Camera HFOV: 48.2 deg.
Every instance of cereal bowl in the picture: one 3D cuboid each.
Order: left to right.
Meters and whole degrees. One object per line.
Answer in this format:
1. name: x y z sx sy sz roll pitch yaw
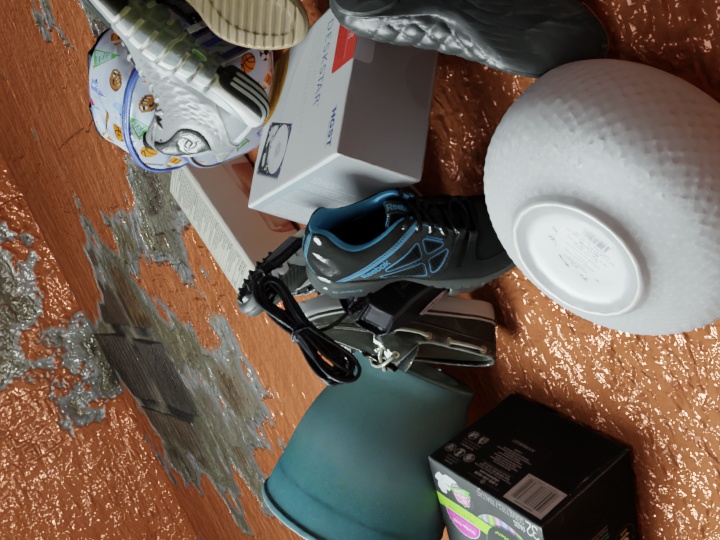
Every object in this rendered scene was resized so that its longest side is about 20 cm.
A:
1. cereal bowl: 0.161 -0.031 0.532 0.200 0.083 0.200 35 152 22

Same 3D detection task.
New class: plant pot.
1. plant pot: 0.023 0.184 0.851 0.200 0.200 0.189 26 94 48

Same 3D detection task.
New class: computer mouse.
1. computer mouse: 0.005 0.000 0.706 0.140 0.200 0.046 39 163 22

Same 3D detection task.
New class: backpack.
1. backpack: -0.193 -0.198 0.880 0.154 0.190 0.200 39 145 33

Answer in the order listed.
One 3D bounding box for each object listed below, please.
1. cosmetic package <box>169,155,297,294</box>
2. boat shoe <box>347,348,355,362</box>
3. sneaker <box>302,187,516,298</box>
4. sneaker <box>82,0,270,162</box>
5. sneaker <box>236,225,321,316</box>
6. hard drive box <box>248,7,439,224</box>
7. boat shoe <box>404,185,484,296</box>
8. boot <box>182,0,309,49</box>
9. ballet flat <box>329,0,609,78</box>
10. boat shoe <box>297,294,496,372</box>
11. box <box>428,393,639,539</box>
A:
1. cosmetic package: -0.166 -0.071 1.080 0.200 0.087 0.103 56 151 12
2. boat shoe: 0.002 0.093 0.973 0.200 0.068 0.074 58 152 5
3. sneaker: 0.052 -0.028 0.643 0.082 0.199 0.073 82 175 -59
4. sneaker: -0.193 -0.172 0.748 0.200 0.075 0.116 38 120 -11
5. sneaker: -0.047 -0.001 0.850 0.066 0.200 0.091 -24 107 46
6. hard drive box: -0.018 -0.137 0.700 0.200 0.077 0.156 -17 61 61
7. boat shoe: 0.045 -0.039 0.788 0.200 0.057 0.067 36 143 39
8. boot: -0.120 -0.280 0.765 0.199 0.166 0.073 23 121 4
9. ballet flat: 0.074 -0.179 0.560 0.199 0.057 0.067 18 100 12
10. boat shoe: 0.034 0.059 0.747 0.071 0.199 0.064 117 153 -65
11. box: 0.172 0.252 0.776 0.148 0.124 0.201 22 135 50
